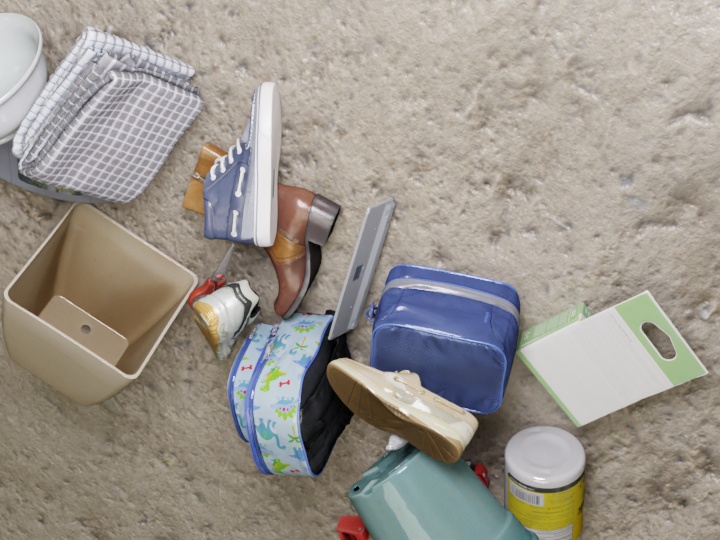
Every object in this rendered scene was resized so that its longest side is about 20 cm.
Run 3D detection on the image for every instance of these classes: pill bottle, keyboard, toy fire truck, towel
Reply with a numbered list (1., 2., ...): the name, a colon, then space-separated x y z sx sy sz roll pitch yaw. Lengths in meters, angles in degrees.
1. pill bottle: 0.252 0.324 1.640 0.110 0.112 0.202 6 125 14
2. keyboard: 0.000 0.000 1.521 0.011 0.056 0.202 35 124 30
3. toy fire truck: 0.078 0.337 1.686 0.198 0.142 0.049 -5 122 21
4. towel: -0.300 -0.176 1.433 0.165 0.086 0.200 15 126 -47

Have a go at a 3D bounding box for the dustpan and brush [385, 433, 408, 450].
1. dustpan and brush: 0.077 0.191 1.550 0.139 0.199 0.058 -28 79 30

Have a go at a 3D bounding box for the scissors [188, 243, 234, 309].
1. scissors: -0.194 0.013 1.560 0.072 0.014 0.200 -13 162 -9

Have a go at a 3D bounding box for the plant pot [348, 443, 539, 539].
1. plant pot: 0.096 0.327 1.549 0.199 0.200 0.197 -34 93 33

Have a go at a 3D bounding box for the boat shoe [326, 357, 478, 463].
1. boat shoe: 0.050 0.160 1.466 0.199 0.065 0.073 28 143 17

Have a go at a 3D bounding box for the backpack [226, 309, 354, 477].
1. backpack: -0.093 0.172 1.592 0.145 0.201 0.185 0 124 18

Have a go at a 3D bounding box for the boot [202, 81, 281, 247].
1. boot: -0.147 -0.130 1.452 0.089 0.073 0.203 5 101 6

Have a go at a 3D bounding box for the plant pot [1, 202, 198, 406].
1. plant pot: -0.372 0.067 1.628 0.199 0.201 0.177 33 137 -6

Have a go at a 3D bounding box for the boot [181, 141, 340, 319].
1. boot: -0.144 -0.046 1.543 0.198 0.069 0.190 23 127 3

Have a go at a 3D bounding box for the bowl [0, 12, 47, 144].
1. bowl: -0.464 -0.217 1.467 0.198 0.203 0.091 -2 141 19

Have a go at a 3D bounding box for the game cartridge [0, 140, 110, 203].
1. game cartridge: -0.404 -0.159 1.572 0.197 0.041 0.134 13 130 9

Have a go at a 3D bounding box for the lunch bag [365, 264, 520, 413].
1. lunch bag: 0.100 0.078 1.509 0.197 0.133 0.137 12 134 8

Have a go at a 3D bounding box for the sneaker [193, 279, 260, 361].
1. sneaker: -0.172 0.065 1.596 0.076 0.087 0.200 56 166 4

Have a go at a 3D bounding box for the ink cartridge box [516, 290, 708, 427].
1. ink cartridge box: 0.318 0.104 1.508 0.199 0.048 0.146 -30 110 31
